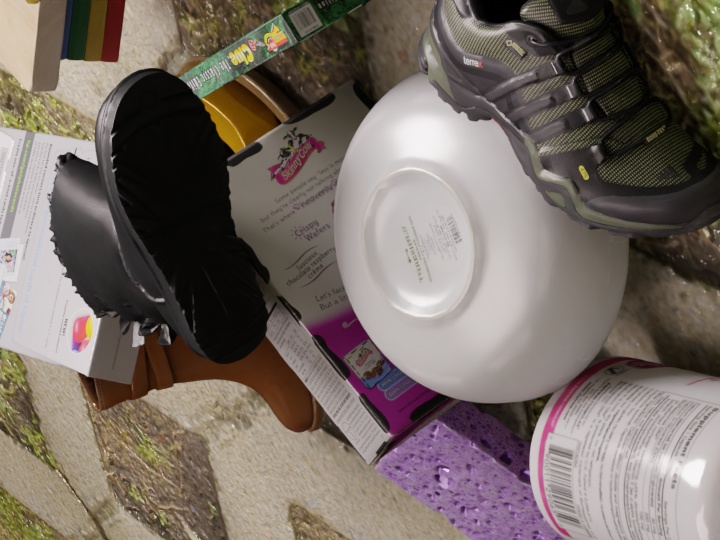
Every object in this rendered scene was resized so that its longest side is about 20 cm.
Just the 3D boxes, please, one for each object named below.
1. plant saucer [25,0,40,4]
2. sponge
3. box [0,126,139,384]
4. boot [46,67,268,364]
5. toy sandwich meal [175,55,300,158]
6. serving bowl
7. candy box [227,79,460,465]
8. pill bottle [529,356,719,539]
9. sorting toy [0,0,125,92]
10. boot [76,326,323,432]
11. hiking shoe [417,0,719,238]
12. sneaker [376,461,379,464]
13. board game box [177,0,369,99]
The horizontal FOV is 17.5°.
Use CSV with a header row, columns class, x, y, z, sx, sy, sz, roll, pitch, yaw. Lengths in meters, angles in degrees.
class,x,y,z,sx,sy,sz,roll,pitch,yaw
plant saucer,-0.167,-0.280,1.297,0.200,0.048,0.201,-35,53,51
sponge,0.109,0.157,1.498,0.200,0.030,0.112,36,150,3
box,-0.211,-0.015,1.633,0.200,0.041,0.157,11,88,52
boot,-0.137,-0.039,1.402,0.162,0.073,0.199,23,139,53
toy sandwich meal,-0.088,-0.059,1.600,0.205,0.070,0.206,41,151,28
serving bowl,0.053,-0.019,1.313,0.200,0.066,0.201,10,104,42
candy box,0.000,0.000,1.442,0.200,0.136,0.061,52,153,9
pill bottle,0.194,0.116,1.269,0.200,0.113,0.114,13,132,55
sorting toy,-0.200,-0.240,1.488,0.200,0.069,0.200,44,130,54
boot,-0.128,0.064,1.717,0.200,0.154,0.074,59,155,-7
hiking shoe,0.110,-0.097,1.205,0.200,0.076,0.101,37,146,23
sneaker,0.032,0.057,1.549,0.082,0.073,0.200,12,140,39
board game box,-0.042,-0.143,1.381,0.024,0.105,0.200,61,155,-5
